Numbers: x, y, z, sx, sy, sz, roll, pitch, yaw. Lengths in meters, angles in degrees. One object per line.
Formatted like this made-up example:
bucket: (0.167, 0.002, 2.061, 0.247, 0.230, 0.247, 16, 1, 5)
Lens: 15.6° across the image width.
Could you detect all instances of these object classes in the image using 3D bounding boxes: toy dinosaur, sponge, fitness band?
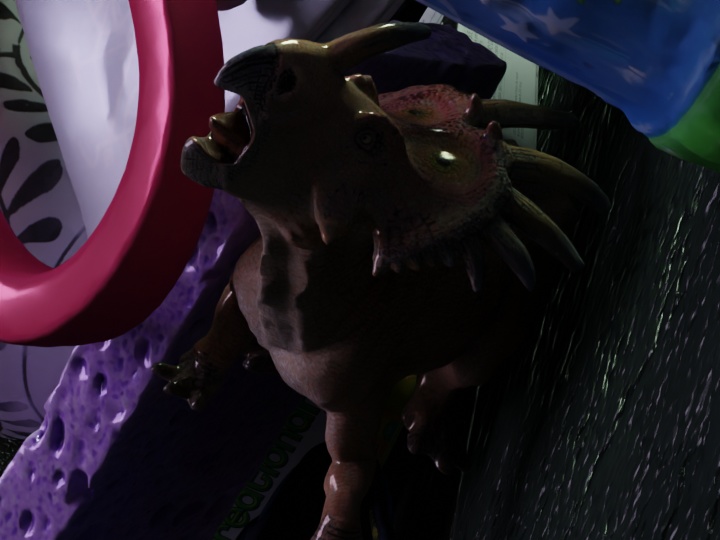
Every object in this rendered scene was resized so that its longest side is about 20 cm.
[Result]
toy dinosaur: (0.018, -0.006, 0.675, 0.136, 0.086, 0.200, -57, -12, 22)
sponge: (-0.038, 0.012, 0.777, 0.201, 0.030, 0.111, -59, -22, 19)
fitness band: (-0.094, -0.075, 0.716, 0.144, 0.037, 0.201, -49, 56, 35)

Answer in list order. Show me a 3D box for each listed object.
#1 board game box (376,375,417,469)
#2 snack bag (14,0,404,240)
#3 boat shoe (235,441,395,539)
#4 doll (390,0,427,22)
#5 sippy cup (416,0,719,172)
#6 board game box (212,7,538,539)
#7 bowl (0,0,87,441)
board game box: (0.010, 0.009, 1.021, 0.201, 0.030, 0.096, -73, 5, -45)
snack bag: (-0.041, -0.122, 0.713, 0.200, 0.021, 0.189, -46, 52, 36)
boat shoe: (-0.026, 0.102, 0.708, 0.200, 0.084, 0.069, -92, 10, -71)
doll: (0.011, -0.107, 0.969, 0.200, 0.048, 0.136, -48, -37, 4)
sippy cup: (0.037, -0.103, 0.509, 0.178, 0.130, 0.140, 121, 166, -66)
board game box: (0.000, 0.000, 0.907, 0.200, 0.034, 0.126, -58, 13, 30)
bowl: (-0.072, -0.009, 0.848, 0.200, 0.094, 0.201, -32, -32, -23)
